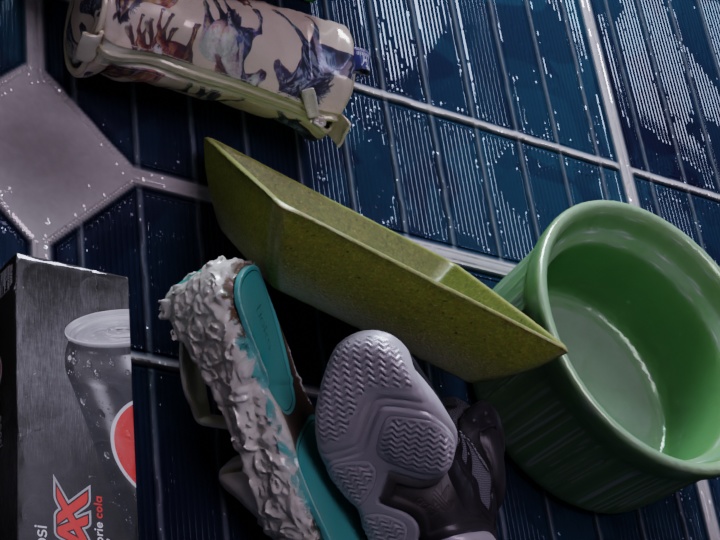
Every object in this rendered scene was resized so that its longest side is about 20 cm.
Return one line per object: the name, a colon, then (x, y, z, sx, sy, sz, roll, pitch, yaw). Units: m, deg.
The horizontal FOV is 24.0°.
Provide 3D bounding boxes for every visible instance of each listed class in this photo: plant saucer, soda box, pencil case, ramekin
plant saucer: (0.000, 0.000, 1.015, 0.200, 0.048, 0.200, 27, 5, -21)
soda box: (-0.158, 0.094, 0.868, 0.071, 0.063, 0.200, 14, 53, -31)
pencil case: (-0.094, -0.140, 1.075, 0.200, 0.078, 0.089, 12, 31, -33)
ramekin: (0.168, 0.063, 1.125, 0.200, 0.098, 0.200, 21, 50, -27)

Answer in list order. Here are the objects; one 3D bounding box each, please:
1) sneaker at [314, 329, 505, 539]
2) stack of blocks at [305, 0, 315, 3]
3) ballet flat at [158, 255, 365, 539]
sneaker: (0.032, 0.096, 0.978, 0.114, 0.075, 0.200, -75, 149, -54)
stack of blocks: (-0.037, -0.309, 1.216, 0.059, 0.115, 0.200, 14, 52, -31)
ballet flat: (-0.057, 0.087, 0.946, 0.072, 0.072, 0.200, -32, 107, -47)
